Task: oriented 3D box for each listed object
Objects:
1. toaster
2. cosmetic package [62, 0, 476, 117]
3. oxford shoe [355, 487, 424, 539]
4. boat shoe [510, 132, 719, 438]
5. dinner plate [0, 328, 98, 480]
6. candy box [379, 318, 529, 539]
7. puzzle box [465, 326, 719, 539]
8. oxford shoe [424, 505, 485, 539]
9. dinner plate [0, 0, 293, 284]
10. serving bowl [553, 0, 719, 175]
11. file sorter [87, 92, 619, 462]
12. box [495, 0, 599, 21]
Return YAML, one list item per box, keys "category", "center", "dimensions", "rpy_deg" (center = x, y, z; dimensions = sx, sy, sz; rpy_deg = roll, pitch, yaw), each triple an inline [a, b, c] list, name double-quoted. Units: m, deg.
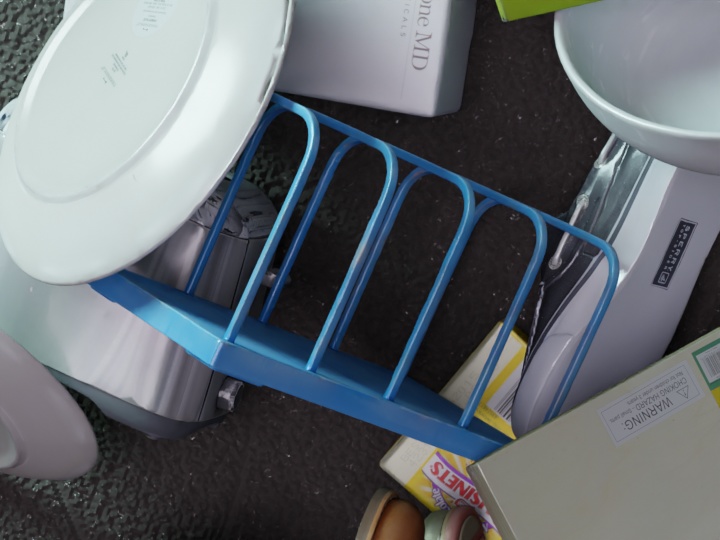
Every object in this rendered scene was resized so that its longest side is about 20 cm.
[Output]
- category: "toaster"
  center: [-0.137, -0.007, 1.313]
  dimensions: [0.200, 0.114, 0.129]
  rpy_deg: [24, 98, 13]
- category: "cosmetic package"
  center: [-0.044, -0.144, 1.293]
  dimensions: [0.200, 0.071, 0.101]
  rpy_deg: [10, 99, 12]
- category: "oxford shoe"
  center: [0.027, 0.204, 1.237]
  dimensions: [0.071, 0.071, 0.200]
  rpy_deg: [1, 98, 19]
- category: "boat shoe"
  center: [0.122, -0.004, 1.272]
  dimensions: [0.068, 0.072, 0.200]
  rpy_deg: [34, 103, 44]
- category: "dinner plate"
  center: [-0.226, 0.054, 1.310]
  dimensions: [0.200, 0.200, 0.024]
  rpy_deg: [28, 63, 9]
- category: "candy box"
  center: [0.117, 0.127, 1.310]
  dimensions: [0.200, 0.026, 0.102]
  rpy_deg: [41, 104, 6]
- category: "puzzle box"
  center: [0.165, 0.104, 1.196]
  dimensions: [0.200, 0.025, 0.133]
  rpy_deg: [-27, 88, -15]
- category: "oxford shoe"
  center: [0.022, 0.210, 1.312]
  dimensions: [0.074, 0.071, 0.200]
  rpy_deg: [14, 108, 20]
- category: "dinner plate"
  center: [-0.109, -0.087, 1.192]
  dimensions: [0.200, 0.200, 0.024]
  rpy_deg: [-44, 128, 14]
- category: "serving bowl"
  center: [0.195, -0.113, 1.203]
  dimensions: [0.200, 0.200, 0.066]
  rpy_deg: [-9, 137, 14]
- category: "file sorter"
  center: [0.000, 0.000, 1.209]
  dimensions: [0.200, 0.139, 0.123]
  rpy_deg: [22, 93, -34]
- category: "box"
  center: [0.136, -0.187, 1.217]
  dimensions: [0.200, 0.122, 0.048]
  rpy_deg: [-10, 135, 14]
